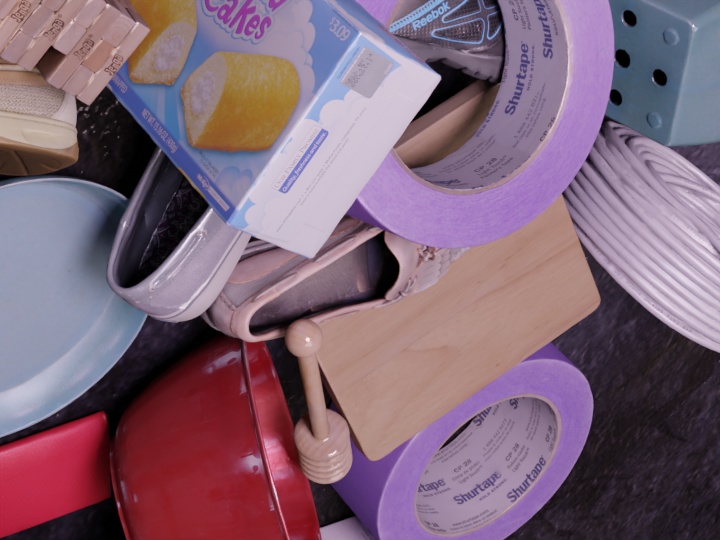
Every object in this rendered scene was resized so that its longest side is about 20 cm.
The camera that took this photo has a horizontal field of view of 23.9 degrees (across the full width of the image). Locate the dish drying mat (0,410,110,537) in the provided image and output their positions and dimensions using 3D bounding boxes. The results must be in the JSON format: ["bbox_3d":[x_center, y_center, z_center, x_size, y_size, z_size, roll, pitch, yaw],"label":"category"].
[{"bbox_3d":[-0.254,0.149,1.093,0.200,0.018,0.077,-17,135,-28],"label":"dish drying mat"}]

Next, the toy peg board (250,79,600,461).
[{"bbox_3d":[0.032,-0.015,1.151,0.200,0.098,0.200,-34,124,-12],"label":"toy peg board"}]

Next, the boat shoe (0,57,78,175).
[{"bbox_3d":[-0.231,-0.097,0.868,0.200,0.073,0.063,11,73,-41],"label":"boat shoe"}]

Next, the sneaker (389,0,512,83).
[{"bbox_3d":[0.065,-0.164,1.045,0.200,0.073,0.082,-6,123,-40],"label":"sneaker"}]

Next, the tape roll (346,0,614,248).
[{"bbox_3d":[0.049,-0.117,0.974,0.200,0.066,0.201,-10,109,-30],"label":"tape roll"}]

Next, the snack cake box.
[{"bbox_3d":[-0.062,-0.112,0.881,0.067,0.200,0.115,22,109,-46],"label":"snack cake box"}]

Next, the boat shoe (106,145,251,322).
[{"bbox_3d":[-0.083,-0.065,0.977,0.201,0.070,0.071,-63,153,1],"label":"boat shoe"}]

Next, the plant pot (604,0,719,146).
[{"bbox_3d":[0.223,-0.169,1.084,0.200,0.141,0.142,-33,142,-35],"label":"plant pot"}]

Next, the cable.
[{"bbox_3d":[0.229,-0.024,1.210,0.069,0.200,0.200,-53,163,20],"label":"cable"}]

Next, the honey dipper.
[{"bbox_3d":[-0.027,0.081,1.071,0.038,0.038,0.200,-31,155,-15],"label":"honey dipper"}]

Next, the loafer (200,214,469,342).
[{"bbox_3d":[0.000,0.000,1.041,0.199,0.063,0.072,-20,120,-20],"label":"loafer"}]

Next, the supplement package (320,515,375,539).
[{"bbox_3d":[-0.038,0.286,1.315,0.200,0.120,0.122,-14,134,-31],"label":"supplement package"}]

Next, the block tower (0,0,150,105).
[{"bbox_3d":[-0.199,-0.153,0.830,0.058,0.054,0.200,-49,134,11],"label":"block tower"}]

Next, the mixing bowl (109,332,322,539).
[{"bbox_3d":[-0.097,0.140,1.107,0.108,0.201,0.200,-16,138,3],"label":"mixing bowl"}]

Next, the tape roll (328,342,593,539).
[{"bbox_3d":[0.074,0.123,1.296,0.200,0.085,0.200,-23,137,-23],"label":"tape roll"}]

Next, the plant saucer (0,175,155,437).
[{"bbox_3d":[-0.212,0.020,0.999,0.200,0.027,0.200,-25,142,-21],"label":"plant saucer"}]
